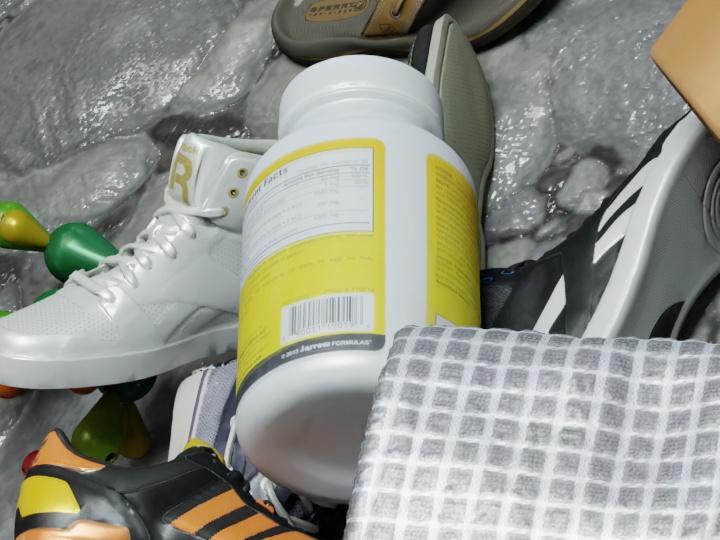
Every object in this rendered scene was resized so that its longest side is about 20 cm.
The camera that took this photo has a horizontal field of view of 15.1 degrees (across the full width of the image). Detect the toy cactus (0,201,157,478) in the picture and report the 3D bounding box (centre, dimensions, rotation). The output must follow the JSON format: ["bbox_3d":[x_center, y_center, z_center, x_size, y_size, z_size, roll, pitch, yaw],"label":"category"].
[{"bbox_3d":[-0.136,0.029,1.454,0.165,0.102,0.200,-20,36,-7],"label":"toy cactus"}]

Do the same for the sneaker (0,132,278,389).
[{"bbox_3d":[-0.102,-0.012,1.353,0.200,0.116,0.074,-15,26,-35],"label":"sneaker"}]

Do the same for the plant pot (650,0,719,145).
[{"bbox_3d":[0.224,-0.086,1.196,0.140,0.200,0.200,-40,39,7],"label":"plant pot"}]

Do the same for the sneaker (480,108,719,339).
[{"bbox_3d":[0.109,-0.008,1.298,0.112,0.073,0.200,6,56,41],"label":"sneaker"}]

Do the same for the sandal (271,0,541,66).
[{"bbox_3d":[0.028,-0.164,1.526,0.200,0.055,0.082,-4,50,35],"label":"sandal"}]

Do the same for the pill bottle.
[{"bbox_3d":[0.000,0.000,1.266,0.112,0.112,0.200,-18,48,23],"label":"pill bottle"}]

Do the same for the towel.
[{"bbox_3d":[0.075,0.113,1.004,0.166,0.086,0.200,4,53,14],"label":"towel"}]

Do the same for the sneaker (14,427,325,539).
[{"bbox_3d":[-0.056,0.118,1.220,0.200,0.070,0.090,10,62,-11],"label":"sneaker"}]

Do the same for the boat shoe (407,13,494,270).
[{"bbox_3d":[0.028,-0.053,1.404,0.068,0.072,0.200,-14,47,26],"label":"boat shoe"}]

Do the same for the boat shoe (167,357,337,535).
[{"bbox_3d":[-0.043,0.110,1.295,0.093,0.075,0.200,-25,41,23],"label":"boat shoe"}]
